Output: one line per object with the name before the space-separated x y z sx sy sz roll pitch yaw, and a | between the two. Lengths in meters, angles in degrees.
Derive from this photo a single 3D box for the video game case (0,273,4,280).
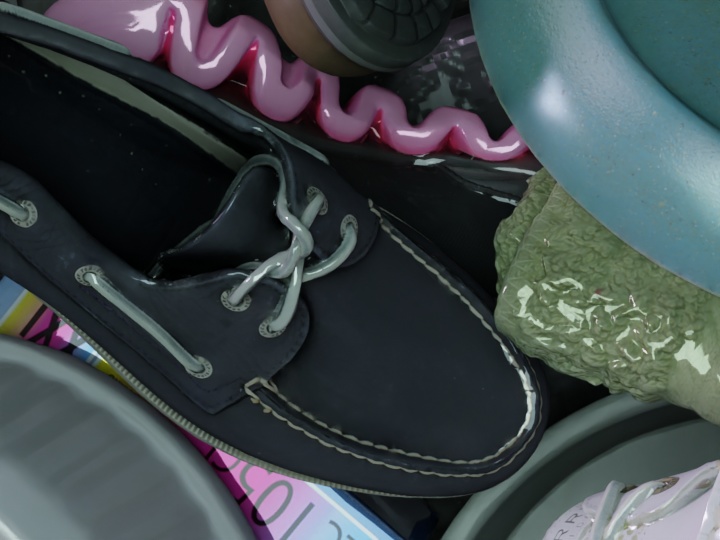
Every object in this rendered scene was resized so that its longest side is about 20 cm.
video game case | -0.203 -0.008 0.730 0.182 0.200 0.022 -2 86 8

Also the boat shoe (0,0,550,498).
boat shoe | -0.035 -0.002 0.666 0.200 0.063 0.073 32 83 -14

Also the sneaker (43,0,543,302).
sneaker | 0.000 0.000 0.737 0.200 0.079 0.096 19 68 -8

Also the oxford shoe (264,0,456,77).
oxford shoe | -0.026 -0.113 0.738 0.084 0.073 0.200 -40 42 24

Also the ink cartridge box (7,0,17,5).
ink cartridge box | -0.203 -0.067 0.756 0.200 0.147 0.083 -2 94 8

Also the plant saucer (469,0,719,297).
plant saucer | 0.127 -0.071 0.705 0.200 0.027 0.200 5 53 -6

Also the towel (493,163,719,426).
towel | 0.133 -0.025 0.712 0.148 0.037 0.200 27 54 12

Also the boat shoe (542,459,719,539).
boat shoe | 0.071 0.082 0.661 0.069 0.200 0.071 27 67 12

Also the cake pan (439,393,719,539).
cake pan | 0.108 0.125 0.769 0.200 0.037 0.201 0 92 8

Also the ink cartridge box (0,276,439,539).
ink cartridge box | -0.092 0.105 0.781 0.136 0.076 0.200 40 98 6

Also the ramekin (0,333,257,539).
ramekin | -0.122 0.114 0.700 0.202 0.094 0.203 0 93 9
